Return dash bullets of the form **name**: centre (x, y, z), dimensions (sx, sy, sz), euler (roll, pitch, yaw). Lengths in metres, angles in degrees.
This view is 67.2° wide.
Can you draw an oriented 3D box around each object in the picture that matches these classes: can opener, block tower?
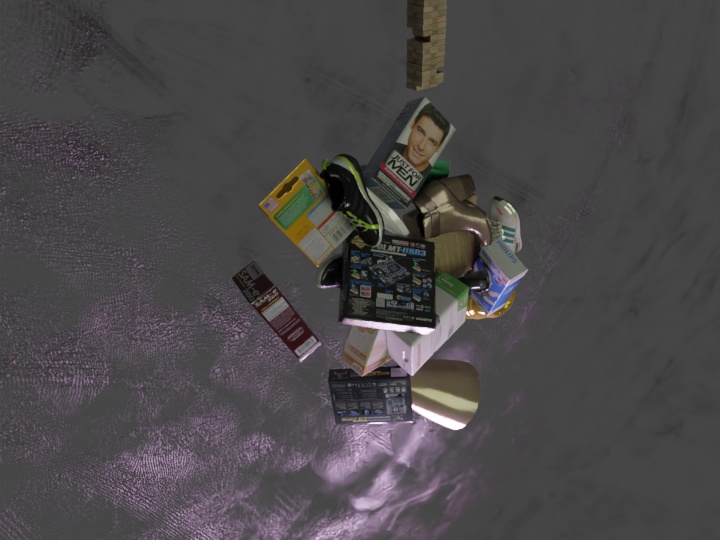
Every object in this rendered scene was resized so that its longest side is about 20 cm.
- **can opener**: centre (0.235, 0.038, 1.309), dimensions (0.066, 0.200, 0.053), euler (9, 71, -30)
- **block tower**: centre (0.123, -0.444, 1.014), dimensions (0.058, 0.054, 0.200), euler (-22, 128, -24)

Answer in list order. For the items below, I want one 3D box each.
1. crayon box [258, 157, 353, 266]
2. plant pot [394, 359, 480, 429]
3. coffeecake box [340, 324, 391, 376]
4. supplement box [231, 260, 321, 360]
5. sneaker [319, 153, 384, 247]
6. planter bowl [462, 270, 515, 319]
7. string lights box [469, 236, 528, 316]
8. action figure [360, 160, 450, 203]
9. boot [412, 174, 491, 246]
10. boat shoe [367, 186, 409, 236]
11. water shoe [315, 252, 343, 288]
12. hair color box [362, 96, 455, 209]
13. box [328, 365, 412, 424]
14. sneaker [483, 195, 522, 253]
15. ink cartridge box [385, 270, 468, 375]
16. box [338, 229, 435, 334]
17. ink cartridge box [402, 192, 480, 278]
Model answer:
- **crayon box**: centre (-0.104, -0.116, 1.055), dimensions (0.126, 0.052, 0.200), euler (-45, 134, -4)
- **plant pot**: centre (0.183, 0.315, 1.455), dimensions (0.200, 0.187, 0.187), euler (19, 106, -26)
- **coffeecake box**: centre (0.051, 0.126, 1.256), dimensions (0.153, 0.073, 0.200), euler (-19, 135, -50)
- **supplement box**: centre (-0.167, 0.084, 1.093), dimensions (0.061, 0.109, 0.200), euler (-39, 132, -9)
- **sneaker**: centre (-0.024, -0.122, 1.029), dimensions (0.083, 0.072, 0.200), euler (-41, 115, -36)
- **planter bowl**: centre (0.360, 0.065, 1.475), dimensions (0.200, 0.083, 0.201), euler (-17, 125, -26)
- **string lights box**: centre (0.322, 0.019, 1.310), dimensions (0.059, 0.103, 0.200), euler (-28, 156, -17)
- **action figure**: centre (0.085, -0.197, 1.138), dimensions (0.200, 0.055, 0.118), euler (4, 115, -34)
- **boot**: centre (0.194, -0.108, 1.169), dimensions (0.146, 0.070, 0.200), euler (-30, 114, -11)
- **boat shoe**: centre (0.027, -0.121, 1.136), dimensions (0.069, 0.072, 0.200), euler (-42, 135, 11)
- **water shoe**: centre (0.000, 0.000, 1.181), dimensions (0.200, 0.079, 0.072), euler (-18, 126, -26)
- **hair color box**: centre (0.093, -0.230, 1.071), dimensions (0.099, 0.061, 0.200), euler (38, 77, -26)
- **box**: centre (0.027, 0.312, 1.347), dimensions (0.200, 0.051, 0.158), euler (-4, 124, 6)
- **sneaker**: centre (0.353, -0.094, 1.380), dimensions (0.093, 0.070, 0.200), euler (-42, 136, -15)
- **ink cartridge box**: centre (0.152, 0.120, 1.237), dimensions (0.200, 0.084, 0.146), euler (-40, 149, -23)
- **box**: centre (0.058, 0.023, 1.132), dimensions (0.200, 0.199, 0.050), euler (8, 156, -14)
- **ink cartridge box**: centre (0.197, -0.073, 1.280), dimensions (0.165, 0.075, 0.200), euler (-30, 130, -19)
